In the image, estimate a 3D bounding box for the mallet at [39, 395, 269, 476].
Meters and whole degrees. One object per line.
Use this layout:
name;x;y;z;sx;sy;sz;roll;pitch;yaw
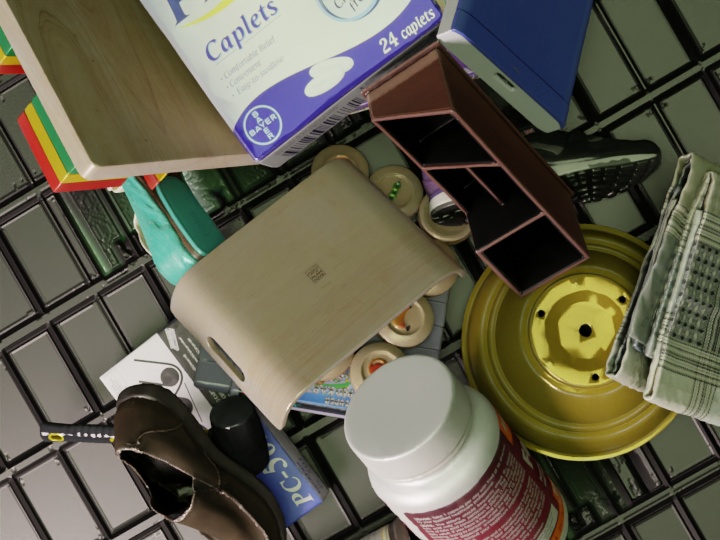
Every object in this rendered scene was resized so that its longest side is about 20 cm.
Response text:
mallet;-0.175;0.130;1.224;0.199;0.041;0.066;6;130;11

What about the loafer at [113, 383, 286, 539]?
loafer;-0.137;0.180;1.183;0.073;0.071;0.200;-21;122;35

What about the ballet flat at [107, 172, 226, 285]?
ballet flat;-0.182;-0.071;1.249;0.070;0.067;0.200;-40;70;34

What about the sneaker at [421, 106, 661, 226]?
sneaker;0.148;-0.102;1.222;0.199;0.076;0.088;-9;72;-5

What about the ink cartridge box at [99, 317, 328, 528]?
ink cartridge box;-0.125;0.141;1.269;0.094;0.044;0.200;-38;89;7

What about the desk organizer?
desk organizer;0.090;-0.071;1.113;0.072;0.077;0.200;-31;131;20

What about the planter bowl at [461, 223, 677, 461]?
planter bowl;0.181;0.053;1.201;0.200;0.083;0.201;-1;80;5

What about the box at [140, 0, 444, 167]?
box;-0.059;-0.214;1.142;0.184;0.105;0.200;-37;87;8

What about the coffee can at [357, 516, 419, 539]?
coffee can;-0.016;0.310;1.217;0.200;0.146;0.147;-28;90;6

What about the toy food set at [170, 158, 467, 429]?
toy food set;-0.034;0.015;1.192;0.200;0.060;0.144;-39;67;-15

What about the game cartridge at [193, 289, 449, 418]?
game cartridge;-0.031;0.056;1.236;0.199;0.038;0.130;9;68;0

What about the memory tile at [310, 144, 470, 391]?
memory tile;0.000;0.000;1.230;0.153;0.017;0.200;23;72;4

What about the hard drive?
hard drive;0.130;-0.225;1.138;0.132;0.025;0.201;35;58;-33

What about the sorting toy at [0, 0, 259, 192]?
sorting toy;-0.198;-0.151;1.186;0.070;0.198;0.200;-42;71;35

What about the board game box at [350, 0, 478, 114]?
board game box;0.050;-0.232;1.210;0.199;0.057;0.166;-16;90;5

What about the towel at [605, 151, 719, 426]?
towel;0.296;0.027;1.175;0.200;0.035;0.193;21;88;-32

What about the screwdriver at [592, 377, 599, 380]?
screwdriver;0.249;0.105;1.242;0.199;0.028;0.029;1;133;7

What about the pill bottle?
pill bottle;0.076;0.161;1.171;0.114;0.114;0.200;-34;130;5
